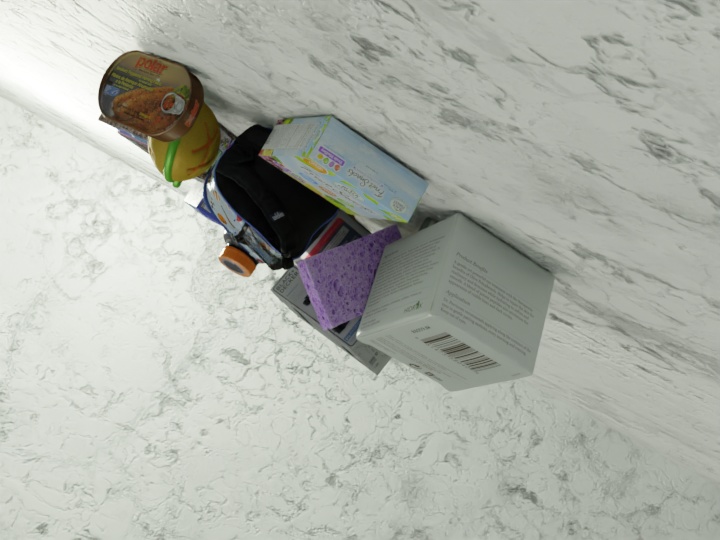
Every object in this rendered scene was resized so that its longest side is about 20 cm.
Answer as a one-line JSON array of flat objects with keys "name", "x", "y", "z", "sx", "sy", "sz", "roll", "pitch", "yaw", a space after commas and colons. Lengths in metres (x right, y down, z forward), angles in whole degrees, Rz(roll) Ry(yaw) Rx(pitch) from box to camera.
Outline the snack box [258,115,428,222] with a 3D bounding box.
[{"name": "snack box", "x": -0.028, "y": -0.138, "z": 1.281, "sx": 0.168, "sy": 0.068, "sz": 0.200, "roll": 31, "pitch": 172, "yaw": -24}]

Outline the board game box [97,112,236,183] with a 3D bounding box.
[{"name": "board game box", "x": -0.330, "y": -0.243, "z": 1.670, "sx": 0.159, "sy": 0.097, "sz": 0.200, "roll": 25, "pitch": 173, "yaw": 34}]

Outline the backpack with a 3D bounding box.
[{"name": "backpack", "x": -0.140, "y": -0.117, "z": 1.442, "sx": 0.191, "sy": 0.200, "sz": 0.154, "roll": 45, "pitch": 147, "yaw": -12}]

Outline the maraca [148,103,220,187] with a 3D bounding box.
[{"name": "maraca", "x": -0.275, "y": -0.200, "z": 1.482, "sx": 0.107, "sy": 0.137, "sz": 0.200, "roll": 25, "pitch": 170, "yaw": -2}]

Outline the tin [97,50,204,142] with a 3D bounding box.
[{"name": "tin", "x": -0.307, "y": -0.256, "z": 1.375, "sx": 0.200, "sy": 0.112, "sz": 0.042, "roll": 26, "pitch": -176, "yaw": 36}]

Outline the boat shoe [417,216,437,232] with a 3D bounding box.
[{"name": "boat shoe", "x": 0.127, "y": -0.026, "z": 1.526, "sx": 0.065, "sy": 0.075, "sz": 0.202, "roll": 26, "pitch": 166, "yaw": 13}]

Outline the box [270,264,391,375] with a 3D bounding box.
[{"name": "box", "x": -0.043, "y": 0.078, "z": 1.535, "sx": 0.200, "sy": 0.060, "sz": 0.117, "roll": 33, "pitch": 170, "yaw": 36}]

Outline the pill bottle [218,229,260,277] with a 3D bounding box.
[{"name": "pill bottle", "x": -0.192, "y": -0.087, "z": 1.793, "sx": 0.106, "sy": 0.200, "sz": 0.106, "roll": 26, "pitch": 161, "yaw": 10}]

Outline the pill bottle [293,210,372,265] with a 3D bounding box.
[{"name": "pill bottle", "x": 0.000, "y": 0.000, "z": 1.552, "sx": 0.200, "sy": 0.120, "sz": 0.120, "roll": 40, "pitch": 174, "yaw": -4}]

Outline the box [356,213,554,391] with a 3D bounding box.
[{"name": "box", "x": 0.139, "y": 0.053, "z": 1.392, "sx": 0.199, "sy": 0.172, "sz": 0.200, "roll": 30, "pitch": 153, "yaw": -23}]

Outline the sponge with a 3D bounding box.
[{"name": "sponge", "x": 0.002, "y": 0.007, "z": 1.449, "sx": 0.030, "sy": 0.200, "sz": 0.112, "roll": -21, "pitch": 91, "yaw": 52}]

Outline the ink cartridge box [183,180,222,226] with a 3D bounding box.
[{"name": "ink cartridge box", "x": -0.260, "y": -0.160, "z": 1.799, "sx": 0.076, "sy": 0.137, "sz": 0.200, "roll": 34, "pitch": 176, "yaw": -19}]
